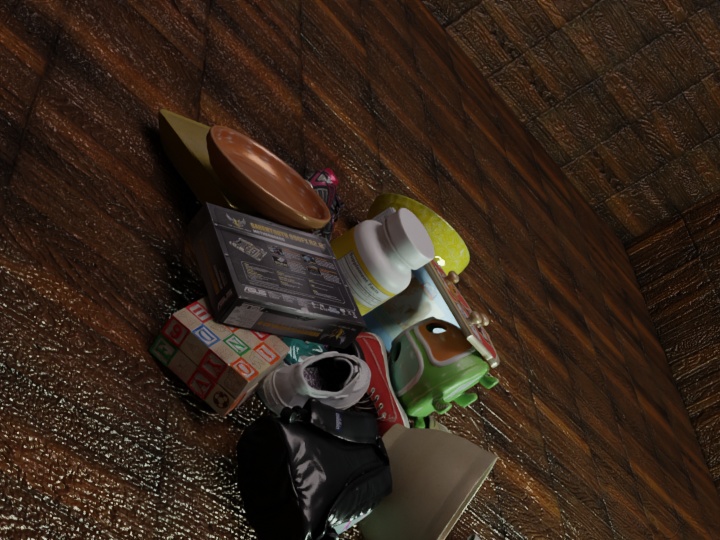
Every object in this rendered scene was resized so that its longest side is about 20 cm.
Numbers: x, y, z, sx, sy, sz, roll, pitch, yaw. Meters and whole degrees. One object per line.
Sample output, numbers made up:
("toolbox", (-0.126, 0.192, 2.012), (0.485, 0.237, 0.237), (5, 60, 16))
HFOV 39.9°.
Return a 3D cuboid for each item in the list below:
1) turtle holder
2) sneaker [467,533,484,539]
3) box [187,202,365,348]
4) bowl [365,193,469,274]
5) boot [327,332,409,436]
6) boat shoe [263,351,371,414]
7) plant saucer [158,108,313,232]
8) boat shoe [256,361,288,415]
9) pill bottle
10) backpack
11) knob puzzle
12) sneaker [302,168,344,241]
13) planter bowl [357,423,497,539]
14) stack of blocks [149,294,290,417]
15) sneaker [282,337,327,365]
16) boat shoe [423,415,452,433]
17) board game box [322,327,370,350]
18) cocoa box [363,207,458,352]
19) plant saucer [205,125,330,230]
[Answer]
("turtle holder", (0.106, 0.148, 1.457), (0.132, 0.140, 0.186), (59, -11, 13))
("sneaker", (0.206, 0.454, 1.446), (0.199, 0.080, 0.147), (17, 50, -50))
("box", (-0.103, 0.008, 1.220), (0.199, 0.048, 0.159), (15, 37, -41))
("bowl", (0.078, -0.029, 1.725), (0.200, 0.200, 0.108), (46, 68, -26))
("boot", (0.007, 0.184, 1.347), (0.144, 0.072, 0.201), (9, 65, -72))
("boat shoe", (-0.035, 0.127, 1.193), (0.200, 0.068, 0.072), (9, 60, -56))
("plant saucer", (-0.182, -0.122, 1.377), (0.200, 0.048, 0.200), (51, 18, 26))
("boat shoe", (-0.064, 0.168, 1.271), (0.200, 0.067, 0.074), (51, 24, -12))
("pill bottle", (0.000, 0.000, 1.372), (0.111, 0.199, 0.112), (46, 25, -28))
("backpack", (-0.051, 0.230, 1.144), (0.200, 0.126, 0.168), (-1, 80, -59))
("knob puzzle", (0.161, 0.058, 1.470), (0.220, 0.030, 0.220), (54, 9, -12))
("sneaker", (-0.061, -0.090, 1.527), (0.081, 0.074, 0.200), (56, -8, 14))
("planter bowl", (0.066, 0.283, 1.273), (0.134, 0.201, 0.200), (35, 18, 15))
("stack of blocks", (-0.145, 0.081, 1.179), (0.115, 0.059, 0.200), (40, 24, 6))
("sneaker", (-0.098, 0.067, 1.316), (0.200, 0.079, 0.078), (50, 24, -20))
("boat shoe", (0.087, 0.268, 1.461), (0.065, 0.072, 0.200), (48, 21, 4))
("board game box", (-0.037, 0.094, 1.472), (0.121, 0.032, 0.200), (61, 22, -4))
("cocoa box", (0.060, 0.031, 1.557), (0.200, 0.133, 0.132), (50, 12, -40))
("plant saucer", (-0.128, -0.118, 1.326), (0.200, 0.038, 0.200), (37, 14, -11))
